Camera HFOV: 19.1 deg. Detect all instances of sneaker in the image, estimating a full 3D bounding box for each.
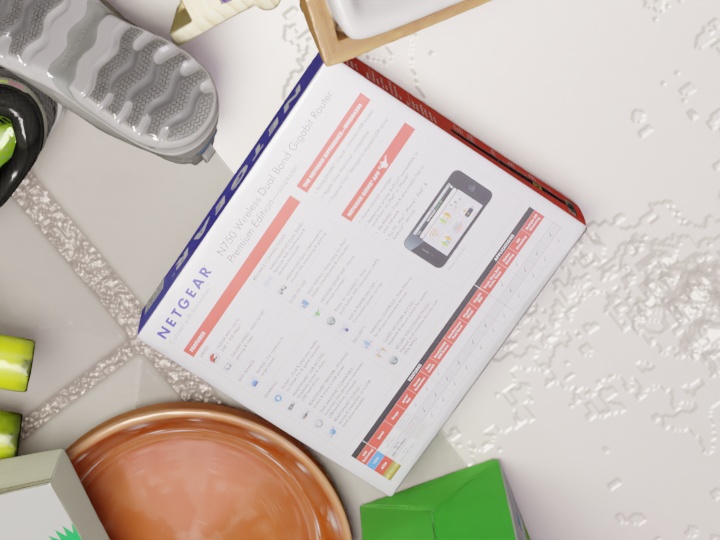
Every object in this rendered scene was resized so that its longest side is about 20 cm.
[{"bbox_3d":[-0.246,-0.046,1.187,0.200,0.087,0.074,-38,105,9],"label":"sneaker"},{"bbox_3d":[-0.158,-0.116,1.162,0.200,0.082,0.075,41,79,18],"label":"sneaker"}]

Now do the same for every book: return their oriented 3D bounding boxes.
[{"bbox_3d":[-0.238,0.182,1.251,0.199,0.048,0.134,-14,120,17],"label":"book"}]

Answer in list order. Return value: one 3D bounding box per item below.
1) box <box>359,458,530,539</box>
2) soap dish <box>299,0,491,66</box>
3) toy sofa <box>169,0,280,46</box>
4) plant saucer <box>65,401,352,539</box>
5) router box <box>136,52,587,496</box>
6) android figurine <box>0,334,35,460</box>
[{"bbox_3d":[0.075,0.233,1.226,0.096,0.200,0.177,-19,108,4],"label":"box"},{"bbox_3d":[0.038,-0.216,1.122,0.200,0.081,0.158,-24,108,-21],"label":"soap dish"},{"bbox_3d":[-0.100,-0.230,1.141,0.097,0.083,0.200,-26,106,6],"label":"toy sofa"},{"bbox_3d":[-0.104,0.172,1.288,0.200,0.032,0.201,-1,108,-2],"label":"plant saucer"},{"bbox_3d":[0.000,0.000,1.231,0.179,0.049,0.200,34,103,-11],"label":"router box"},{"bbox_3d":[-0.287,0.058,1.209,0.199,0.041,0.182,9,131,-6],"label":"android figurine"}]
